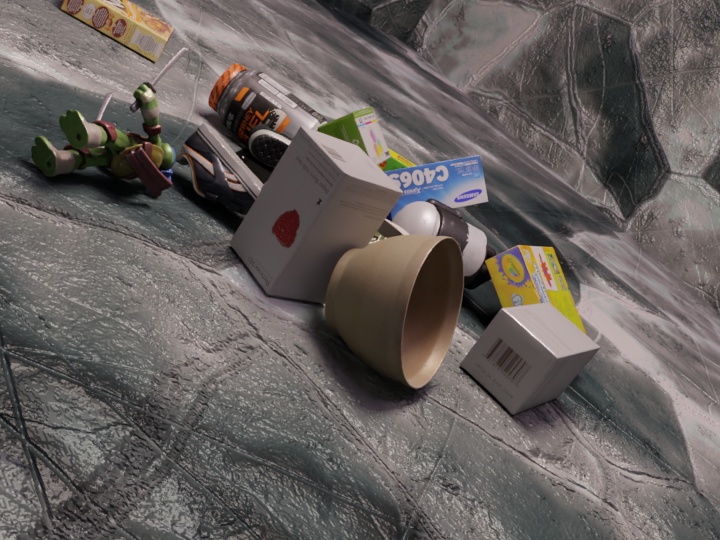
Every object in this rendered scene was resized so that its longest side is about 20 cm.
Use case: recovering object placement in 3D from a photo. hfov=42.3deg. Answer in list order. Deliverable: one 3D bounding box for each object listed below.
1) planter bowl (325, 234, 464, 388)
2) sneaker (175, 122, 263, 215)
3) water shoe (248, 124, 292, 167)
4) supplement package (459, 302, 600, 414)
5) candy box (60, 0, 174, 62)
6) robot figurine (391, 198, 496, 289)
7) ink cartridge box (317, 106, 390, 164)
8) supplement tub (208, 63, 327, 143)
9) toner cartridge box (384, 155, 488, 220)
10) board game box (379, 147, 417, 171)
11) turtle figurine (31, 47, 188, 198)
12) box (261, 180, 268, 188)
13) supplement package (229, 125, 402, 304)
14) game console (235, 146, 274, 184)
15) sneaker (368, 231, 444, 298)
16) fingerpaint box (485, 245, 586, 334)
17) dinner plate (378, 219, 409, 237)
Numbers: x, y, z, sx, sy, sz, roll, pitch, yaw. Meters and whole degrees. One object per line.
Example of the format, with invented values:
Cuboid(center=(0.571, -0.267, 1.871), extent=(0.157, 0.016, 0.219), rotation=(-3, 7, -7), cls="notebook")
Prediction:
Cuboid(center=(0.038, 0.042, 1.227), extent=(0.135, 0.201, 0.200), rotation=(13, 10, 26), cls="planter bowl")
Cuboid(center=(-0.190, -0.120, 1.368), extent=(0.200, 0.079, 0.078), rotation=(47, 4, 11), cls="sneaker")
Cuboid(center=(-0.101, -0.192, 1.601), extent=(0.200, 0.072, 0.079), rotation=(31, 20, -25), cls="water shoe")
Cuboid(center=(0.266, 0.132, 1.446), extent=(0.117, 0.117, 0.200), rotation=(43, 22, 24), cls="supplement package")
Cuboid(center=(-0.467, -0.488, 1.801), extent=(0.200, 0.055, 0.115), rotation=(29, 21, -17), cls="candy box")
Cuboid(center=(0.141, -0.039, 1.638), extent=(0.200, 0.125, 0.150), rotation=(26, 17, -21), cls="robot figurine")
Cuboid(center=(0.009, -0.187, 1.694), extent=(0.200, 0.076, 0.148), rotation=(67, 18, -8), cls="ink cartridge box")
Cuboid(center=(-0.171, -0.281, 1.696), extent=(0.200, 0.123, 0.123), rotation=(36, 20, 5), cls="supplement tub")
Cuboid(center=(0.141, -0.161, 1.806), extent=(0.200, 0.095, 0.043), rotation=(-12, 4, -13), cls="toner cartridge box")
Cuboid(center=(0.072, -0.171, 1.857), extent=(0.200, 0.102, 0.048), rotation=(31, 19, -11), cls="board game box")
Cuboid(center=(-0.333, -0.193, 1.218), extent=(0.144, 0.200, 0.194), rotation=(5, 11, 28), cls="turtle figurine")
Cuboid(center=(-0.114, -0.129, 1.419), extent=(0.039, 0.041, 0.200), rotation=(47, 6, -4), cls="box")
Cuboid(center=(-0.063, -0.071, 1.268), extent=(0.120, 0.200, 0.121), rotation=(12, 29, -48), cls="supplement package")
Cuboid(center=(-0.145, -0.139, 1.560), extent=(0.177, 0.031, 0.200), rotation=(41, 21, -1), cls="game console")
Cuboid(center=(0.049, -0.021, 1.343), extent=(0.200, 0.090, 0.067), rotation=(43, 59, 4), cls="sneaker")
Cuboid(center=(0.313, 0.062, 1.633), extent=(0.167, 0.073, 0.200), rotation=(-1, 69, -58), cls="fingerpaint box")
Cuboid(center=(0.072, -0.020, 1.462), extent=(0.200, 0.024, 0.200), rotation=(44, -14, 13), cls="dinner plate")
